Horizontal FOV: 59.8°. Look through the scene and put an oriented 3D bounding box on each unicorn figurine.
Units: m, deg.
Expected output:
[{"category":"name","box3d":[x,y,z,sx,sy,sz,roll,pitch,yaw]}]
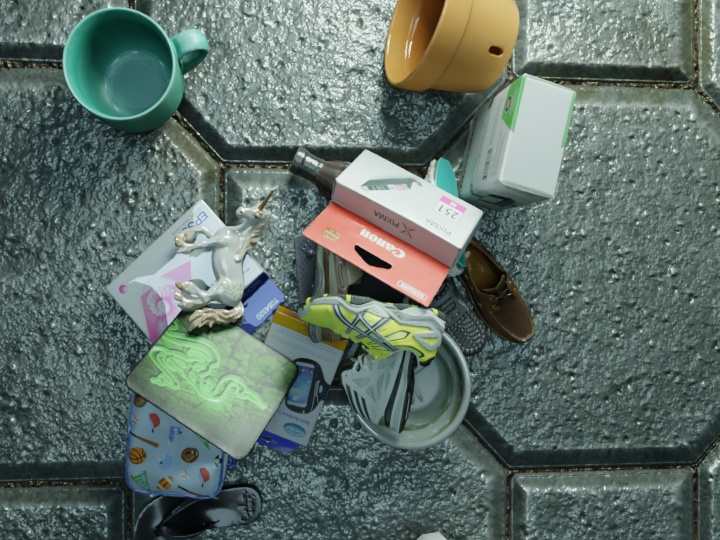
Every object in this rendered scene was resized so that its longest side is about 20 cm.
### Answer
[{"category":"unicorn figurine","box3d":[-0.198,-0.021,0.902,0.134,0.074,0.206,0,103,-17]}]

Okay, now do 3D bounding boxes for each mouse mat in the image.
[{"category":"mouse mat","box3d":[-0.201,0.146,0.871,0.197,0.008,0.162,30,55,5]}]

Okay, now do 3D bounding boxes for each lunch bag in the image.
[{"category":"lunch bag","box3d":[-0.256,0.232,0.914,0.156,0.076,0.206,6,101,-9]}]

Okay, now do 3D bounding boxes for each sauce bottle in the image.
[{"category":"sauce bottle","box3d":[-0.014,-0.122,0.955,0.196,0.066,0.067,25,88,-5]}]

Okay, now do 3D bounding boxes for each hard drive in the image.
[{"category":"hard drive","box3d":[0.000,0.000,0.939,0.195,0.042,0.139,-5,90,16]}]

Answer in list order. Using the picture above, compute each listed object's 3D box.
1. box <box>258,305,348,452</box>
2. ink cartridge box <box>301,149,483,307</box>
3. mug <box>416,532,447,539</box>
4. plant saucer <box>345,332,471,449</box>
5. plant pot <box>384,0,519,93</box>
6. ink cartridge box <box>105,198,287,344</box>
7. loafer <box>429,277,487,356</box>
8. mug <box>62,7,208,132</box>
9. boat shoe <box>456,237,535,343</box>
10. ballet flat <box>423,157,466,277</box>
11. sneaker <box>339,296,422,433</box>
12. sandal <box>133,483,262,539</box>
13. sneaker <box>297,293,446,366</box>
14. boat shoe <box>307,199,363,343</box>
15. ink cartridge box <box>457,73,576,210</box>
[{"category":"box","box3d":[-0.107,0.170,0.946,0.117,0.042,0.204,22,101,-5]},{"category":"ink cartridge box","box3d":[0.046,-0.065,0.841,0.197,0.044,0.174,29,46,11]},{"category":"mug","box3d":[0.100,0.490,0.948,0.149,0.188,0.153,38,76,28]},{"category":"plant saucer","box3d":[0.073,0.165,0.952,0.195,0.050,0.206,3,99,18]},{"category":"plant pot","box3d":[0.137,-0.351,0.918,0.137,0.199,0.206,12,89,-22]},{"category":"ink cartridge box","box3d":[-0.244,0.034,0.945,0.196,0.043,0.201,-43,92,-4]},{"category":"loafer","box3d":[0.120,0.046,0.968,0.072,0.071,0.203,-28,76,-2]},{"category":"mug","box3d":[-0.316,-0.276,0.901,0.180,0.114,0.156,11,88,-6]},{"category":"boat shoe","box3d":[0.205,0.032,0.974,0.071,0.068,0.202,-37,93,-4]},{"category":"ballet flat","box3d":[0.113,-0.080,0.944,0.070,0.072,0.205,1,60,-5]},{"category":"sneaker","box3d":[0.025,0.125,0.895,0.112,0.076,0.206,13,104,14]},{"category":"sandal","box3d":[-0.247,0.366,0.943,0.195,0.043,0.078,-15,91,-5]},{"category":"sneaker","box3d":[0.010,0.075,0.811,0.194,0.075,0.079,8,85,10]},{"category":"boat shoe","box3d":[-0.032,0.002,0.894,0.070,0.076,0.206,6,90,-2]},{"category":"ink cartridge box","box3d":[0.217,-0.175,0.910,0.082,0.200,0.150,13,89,-8]}]
